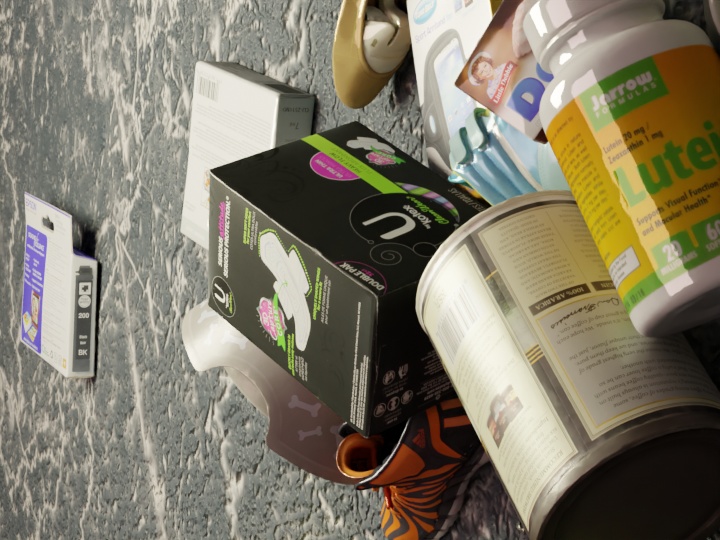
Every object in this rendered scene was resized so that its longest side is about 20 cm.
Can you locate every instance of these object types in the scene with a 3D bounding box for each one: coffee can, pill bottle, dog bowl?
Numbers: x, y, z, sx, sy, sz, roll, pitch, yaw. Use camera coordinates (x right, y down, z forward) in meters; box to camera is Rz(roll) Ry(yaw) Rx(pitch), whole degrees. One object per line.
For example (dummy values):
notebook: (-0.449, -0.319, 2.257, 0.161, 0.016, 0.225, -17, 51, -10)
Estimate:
coffee can: (0.136, 0.070, 1.079, 0.201, 0.145, 0.147, 64, 143, 40)
pill bottle: (0.171, -0.074, 1.009, 0.111, 0.110, 0.202, -45, 64, 54)
dog bowl: (-0.048, 0.079, 1.394, 0.059, 0.199, 0.201, -49, 43, 16)

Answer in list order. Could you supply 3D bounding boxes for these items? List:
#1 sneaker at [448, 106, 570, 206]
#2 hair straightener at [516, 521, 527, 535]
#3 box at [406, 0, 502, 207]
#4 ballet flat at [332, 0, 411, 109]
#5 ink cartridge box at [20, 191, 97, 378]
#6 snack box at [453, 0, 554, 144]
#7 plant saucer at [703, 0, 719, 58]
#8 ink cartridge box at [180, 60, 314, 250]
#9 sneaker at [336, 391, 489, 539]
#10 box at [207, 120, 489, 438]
sneaker: (0.101, -0.126, 1.177, 0.130, 0.079, 0.202, -31, 61, 34)
hair straightener: (0.141, 0.266, 1.180, 0.077, 0.041, 0.202, -53, 51, 50)
box: (0.085, -0.149, 1.287, 0.119, 0.041, 0.203, -28, 68, 60)
ballet flat: (0.022, -0.220, 1.383, 0.063, 0.068, 0.202, 28, 117, 43)
ink cartridge box: (-0.378, 0.014, 2.173, 0.198, 0.043, 0.203, 24, 113, 60)
snack box: (0.140, -0.184, 1.095, 0.072, 0.024, 0.201, 37, 103, 26)
plant saucer: (0.245, -0.168, 0.968, 0.200, 0.050, 0.203, 0, 90, 62)
ink cartridge box: (-0.111, -0.098, 1.660, 0.200, 0.043, 0.176, 30, 117, 59)
sneaker: (0.026, 0.149, 1.324, 0.201, 0.111, 0.078, 115, 143, -46)
box: (0.000, 0.000, 1.273, 0.199, 0.148, 0.126, 36, 135, 38)
